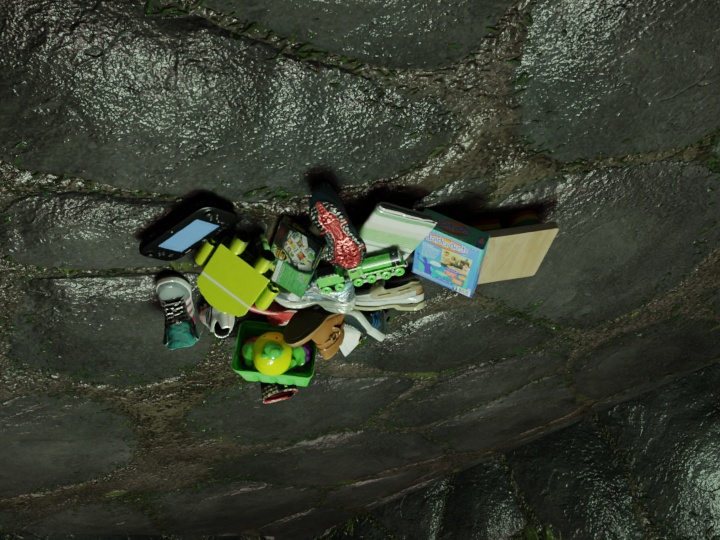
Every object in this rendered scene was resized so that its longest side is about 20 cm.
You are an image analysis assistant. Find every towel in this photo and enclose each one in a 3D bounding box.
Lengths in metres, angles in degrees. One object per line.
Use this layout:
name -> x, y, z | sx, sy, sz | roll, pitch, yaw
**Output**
towel -> 0.046, -0.061, 1.611 | 0.146, 0.031, 0.200 | 12, 140, -29

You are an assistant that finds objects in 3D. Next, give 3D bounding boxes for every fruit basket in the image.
fruit basket -> -0.201, 0.186, 1.848 | 0.209, 0.159, 0.218 | 5, 145, 3

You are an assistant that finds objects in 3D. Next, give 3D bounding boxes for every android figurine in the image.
android figurine -> -0.251, 0.013, 1.582 | 0.180, 0.041, 0.201 | 35, 127, -6

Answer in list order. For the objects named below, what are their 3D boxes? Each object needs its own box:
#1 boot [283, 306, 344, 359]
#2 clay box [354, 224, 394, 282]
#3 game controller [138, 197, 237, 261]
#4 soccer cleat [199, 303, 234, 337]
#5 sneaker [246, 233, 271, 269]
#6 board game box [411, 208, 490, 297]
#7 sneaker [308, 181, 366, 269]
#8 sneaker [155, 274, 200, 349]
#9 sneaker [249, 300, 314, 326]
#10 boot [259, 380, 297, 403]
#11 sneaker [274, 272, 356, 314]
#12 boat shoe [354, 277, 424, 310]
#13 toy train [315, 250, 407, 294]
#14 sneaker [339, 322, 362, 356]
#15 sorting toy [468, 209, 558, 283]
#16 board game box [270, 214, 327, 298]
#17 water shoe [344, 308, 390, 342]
boot -> -0.094, 0.148, 1.811 | 0.200, 0.073, 0.157 | -42, 143, -34
clay box -> 0.019, -0.045, 1.694 | 0.112, 0.049, 0.201 | -14, 150, -1
game controller -> -0.326, -0.072, 1.500 | 0.197, 0.043, 0.103 | -29, 148, 27
soccer cleat -> -0.316, 0.111, 1.757 | 0.067, 0.088, 0.200 | -1, 164, -22
sneaker -> -0.237, -0.003, 1.627 | 0.082, 0.078, 0.201 | 0, 148, -30
board game box -> 0.191, -0.035, 1.705 | 0.149, 0.046, 0.202 | 24, 152, 12
sneaker -> -0.040, -0.090, 1.527 | 0.077, 0.097, 0.202 | -14, 136, 9
sneaker -> -0.394, 0.104, 1.697 | 0.081, 0.123, 0.201 | -10, 151, -5
sneaker -> -0.209, 0.092, 1.807 | 0.196, 0.080, 0.115 | 10, 142, -35
boot -> -0.181, 0.234, 1.990 | 0.196, 0.154, 0.073 | -21, 152, 11
sneaker -> -0.104, 0.032, 1.747 | 0.194, 0.079, 0.088 | 5, 131, -1
boat shoe -> 0.054, 0.051, 1.857 | 0.194, 0.075, 0.070 | -1, 109, 11
toy train -> 0.000, 0.000, 1.626 | 0.195, 0.042, 0.057 | -15, 136, 5
sneaker -> -0.043, 0.137, 1.988 | 0.084, 0.073, 0.201 | -36, 151, -8
sorting toy -> 0.319, -0.056, 1.786 | 0.193, 0.071, 0.202 | -8, 150, -11
board game box -> -0.138, -0.024, 1.629 | 0.103, 0.024, 0.201 | 30, 144, 0
water shoe -> 0.015, 0.110, 1.950 | 0.070, 0.080, 0.200 | 19, 167, 26
